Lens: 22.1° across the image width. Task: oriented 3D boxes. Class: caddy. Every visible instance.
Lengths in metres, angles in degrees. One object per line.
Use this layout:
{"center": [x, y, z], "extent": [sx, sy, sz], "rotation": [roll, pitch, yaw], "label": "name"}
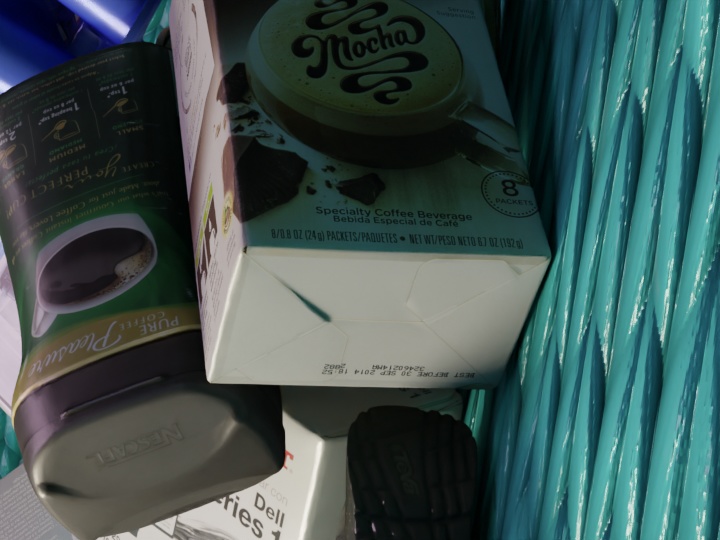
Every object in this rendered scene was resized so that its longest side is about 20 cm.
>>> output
{"center": [-0.153, -0.136, 0.996], "extent": [0.142, 0.105, 0.200], "rotation": [-54, 16, 9], "label": "caddy"}

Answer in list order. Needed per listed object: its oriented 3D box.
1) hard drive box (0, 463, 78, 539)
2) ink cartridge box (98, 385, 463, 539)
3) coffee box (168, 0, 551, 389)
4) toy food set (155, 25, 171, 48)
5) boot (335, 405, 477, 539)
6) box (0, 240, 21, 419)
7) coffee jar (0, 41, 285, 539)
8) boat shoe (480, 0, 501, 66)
{"center": [-0.127, 0.217, 0.988], "extent": [0.156, 0.077, 0.200], "rotation": [45, -168, -47], "label": "hard drive box"}
{"center": [-0.047, 0.114, 0.835], "extent": [0.146, 0.084, 0.201], "rotation": [34, 123, 40], "label": "ink cartridge box"}
{"center": [-0.008, -0.057, 0.712], "extent": [0.080, 0.113, 0.200], "rotation": [108, 158, -46], "label": "coffee box"}
{"center": [-0.106, -0.074, 1.149], "extent": [0.198, 0.048, 0.201], "rotation": [-6, -75, -72], "label": "toy food set"}
{"center": [0.011, 0.156, 0.674], "extent": [0.200, 0.067, 0.131], "rotation": [-77, -6, -55], "label": "boot"}
{"center": [-0.133, 0.037, 0.966], "extent": [0.200, 0.060, 0.117], "rotation": [37, 95, 43], "label": "box"}
{"center": [-0.094, 0.007, 0.751], "extent": [0.085, 0.104, 0.200], "rotation": [60, -168, -51], "label": "coffee jar"}
{"center": [0.042, -0.142, 0.848], "extent": [0.072, 0.076, 0.201], "rotation": [-7, 87, 44], "label": "boat shoe"}
